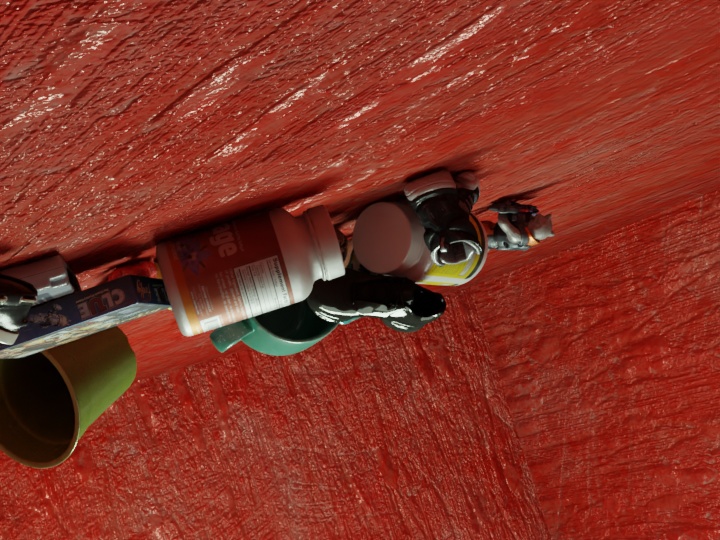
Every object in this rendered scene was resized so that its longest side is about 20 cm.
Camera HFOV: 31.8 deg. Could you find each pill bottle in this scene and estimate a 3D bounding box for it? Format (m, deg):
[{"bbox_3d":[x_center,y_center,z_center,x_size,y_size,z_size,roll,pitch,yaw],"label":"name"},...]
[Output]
[{"bbox_3d":[0.082,-0.039,1.739,0.114,0.115,0.200,-21,166,31],"label":"pill bottle"},{"bbox_3d":[-0.124,-0.006,1.441,0.199,0.113,0.112,-18,175,-6],"label":"pill bottle"}]

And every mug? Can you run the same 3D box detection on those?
[{"bbox_3d":[-0.121,0.037,1.688,0.184,0.153,0.114,1,164,-24],"label":"mug"}]

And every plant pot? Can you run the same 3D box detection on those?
[{"bbox_3d":[-0.430,0.155,1.843,0.199,0.201,0.190,-21,-173,32],"label":"plant pot"}]

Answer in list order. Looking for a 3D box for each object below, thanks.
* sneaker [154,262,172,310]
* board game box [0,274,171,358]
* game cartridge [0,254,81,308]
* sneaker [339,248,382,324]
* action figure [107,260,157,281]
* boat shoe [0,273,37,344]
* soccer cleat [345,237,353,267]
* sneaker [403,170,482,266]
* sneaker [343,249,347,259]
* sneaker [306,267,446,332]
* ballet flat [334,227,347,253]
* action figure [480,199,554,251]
[{"bbox_3d":[-0.206,0.018,1.633,0.082,0.074,0.200,-20,176,1],"label":"sneaker"},{"bbox_3d":[-0.325,0.054,1.430,0.199,0.035,0.135,-19,175,8],"label":"board game box"},{"bbox_3d":[-0.375,0.028,1.370,0.132,0.042,0.200,-13,174,-9],"label":"game cartridge"},{"bbox_3d":[0.000,0.000,1.779,0.080,0.077,0.200,-38,-162,31],"label":"sneaker"},{"bbox_3d":[-0.289,0.024,1.571,0.065,0.052,0.200,-12,170,-23],"label":"action figure"},{"bbox_3d":[-0.362,0.017,1.150,0.061,0.074,0.200,-57,155,-2],"label":"boat shoe"},{"bbox_3d":[0.030,-0.036,1.938,0.199,0.070,0.078,-24,171,-10],"label":"soccer cleat"},{"bbox_3d":[0.118,-0.065,1.634,0.075,0.115,0.200,-19,175,20],"label":"sneaker"},{"bbox_3d":[-0.112,0.007,1.814,0.199,0.075,0.100,-18,174,-2],"label":"sneaker"},{"bbox_3d":[0.023,0.031,1.643,0.199,0.077,0.091,8,165,-30],"label":"sneaker"},{"bbox_3d":[-0.089,-0.024,1.602,0.199,0.068,0.076,-28,146,-33],"label":"ballet flat"},{"bbox_3d":[0.248,-0.064,2.186,0.192,0.105,0.200,-10,178,31],"label":"action figure"}]
